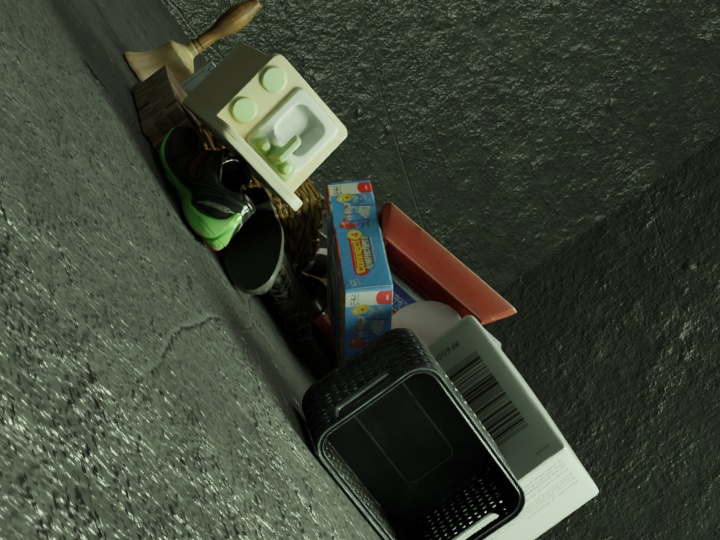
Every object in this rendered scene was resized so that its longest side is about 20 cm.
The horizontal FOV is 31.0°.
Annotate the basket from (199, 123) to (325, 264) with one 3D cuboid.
[{"bbox_3d":[-0.156,-0.087,1.657,0.200,0.148,0.143,56,-30,32],"label":"basket"}]

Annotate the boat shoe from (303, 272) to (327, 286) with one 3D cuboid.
[{"bbox_3d":[-0.067,0.015,1.964,0.200,0.074,0.069,42,-19,-24],"label":"boat shoe"}]

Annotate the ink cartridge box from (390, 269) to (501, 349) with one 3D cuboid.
[{"bbox_3d":[0.106,0.066,1.760,0.196,0.043,0.200,41,7,2],"label":"ink cartridge box"}]

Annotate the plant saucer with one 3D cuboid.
[{"bbox_3d":[0.088,0.006,1.595,0.199,0.037,0.200,41,-7,0],"label":"plant saucer"}]

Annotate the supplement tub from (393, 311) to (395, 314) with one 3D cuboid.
[{"bbox_3d":[0.075,0.105,1.987,0.107,0.106,0.202,-55,144,-87],"label":"supplement tub"}]

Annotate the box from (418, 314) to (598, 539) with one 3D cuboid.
[{"bbox_3d":[0.119,0.204,1.440,0.199,0.200,0.171,56,5,33],"label":"box"}]

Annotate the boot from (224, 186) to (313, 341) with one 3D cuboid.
[{"bbox_3d":[-0.092,0.014,1.492,0.201,0.069,0.175,-98,167,-55],"label":"boot"}]

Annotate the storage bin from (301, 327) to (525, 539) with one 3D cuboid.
[{"bbox_3d":[0.050,0.174,1.247,0.200,0.135,0.094,54,3,-23],"label":"storage bin"}]

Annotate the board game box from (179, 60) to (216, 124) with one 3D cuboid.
[{"bbox_3d":[-0.186,-0.180,1.806,0.103,0.105,0.200,55,2,28],"label":"board game box"}]

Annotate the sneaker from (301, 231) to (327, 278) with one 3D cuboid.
[{"bbox_3d":[-0.122,-0.058,1.809,0.111,0.073,0.200,16,12,-44],"label":"sneaker"}]

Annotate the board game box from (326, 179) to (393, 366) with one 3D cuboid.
[{"bbox_3d":[-0.004,0.030,1.569,0.196,0.055,0.201,-100,-171,-49],"label":"board game box"}]

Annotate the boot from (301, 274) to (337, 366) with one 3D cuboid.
[{"bbox_3d":[-0.046,0.051,1.841,0.145,0.072,0.200,53,7,-12],"label":"boot"}]

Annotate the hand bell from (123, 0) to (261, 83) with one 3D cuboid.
[{"bbox_3d":[-0.226,-0.325,1.848,0.104,0.199,0.104,55,3,-5],"label":"hand bell"}]

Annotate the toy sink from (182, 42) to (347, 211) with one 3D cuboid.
[{"bbox_3d":[-0.103,-0.170,1.480,0.130,0.112,0.200,46,-2,-25],"label":"toy sink"}]

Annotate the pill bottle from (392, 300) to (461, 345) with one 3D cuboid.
[{"bbox_3d":[0.089,0.141,1.618,0.113,0.112,0.201,-123,-164,-46],"label":"pill bottle"}]

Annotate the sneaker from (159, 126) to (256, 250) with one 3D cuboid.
[{"bbox_3d":[-0.162,-0.099,1.427,0.077,0.084,0.200,53,3,-44],"label":"sneaker"}]

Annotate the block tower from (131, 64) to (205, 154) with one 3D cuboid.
[{"bbox_3d":[-0.236,-0.193,1.588,0.054,0.058,0.200,53,2,-28],"label":"block tower"}]
